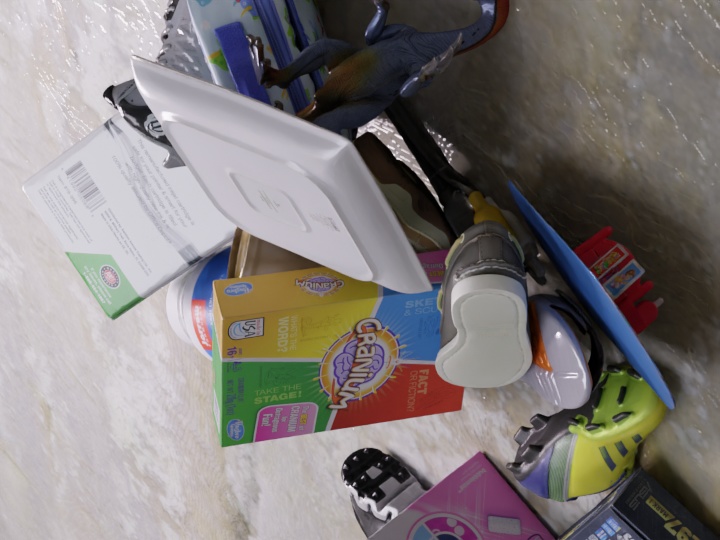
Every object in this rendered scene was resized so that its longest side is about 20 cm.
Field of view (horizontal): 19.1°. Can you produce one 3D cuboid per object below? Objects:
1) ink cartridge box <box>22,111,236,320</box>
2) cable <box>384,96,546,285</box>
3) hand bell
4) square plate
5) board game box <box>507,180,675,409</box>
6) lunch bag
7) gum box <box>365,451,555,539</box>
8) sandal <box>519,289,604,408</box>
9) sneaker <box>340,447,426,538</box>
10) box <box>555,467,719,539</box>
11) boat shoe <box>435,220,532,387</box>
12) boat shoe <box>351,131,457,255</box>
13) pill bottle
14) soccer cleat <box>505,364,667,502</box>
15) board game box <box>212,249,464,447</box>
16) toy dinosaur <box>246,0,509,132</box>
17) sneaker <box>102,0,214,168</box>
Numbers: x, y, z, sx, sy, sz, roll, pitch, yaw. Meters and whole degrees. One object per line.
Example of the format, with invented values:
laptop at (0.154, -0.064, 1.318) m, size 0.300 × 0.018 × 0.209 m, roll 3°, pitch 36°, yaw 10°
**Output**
ink cartridge box at (-0.171, -0.072, 1.853) m, size 0.199 × 0.083 × 0.147 m, roll -31°, pitch 94°, yaw 31°
cable at (0.080, -0.066, 1.639) m, size 0.201 × 0.050 × 0.097 m, roll 61°, pitch -170°, yaw 19°
hand bell at (0.000, 0.000, 1.696) m, size 0.198 × 0.105 × 0.104 m, roll 12°, pitch 147°, yaw -9°
square plate at (-0.059, -0.060, 1.512) m, size 0.197 × 0.029 × 0.200 m, roll 24°, pitch 160°, yaw 31°
board game box at (0.180, 0.008, 1.534) m, size 0.158 × 0.039 × 0.200 m, roll 55°, pitch 179°, yaw -40°
lunch bag at (-0.068, -0.158, 1.633) m, size 0.082 × 0.161 × 0.201 m, roll -16°, pitch 110°, yaw 11°
gum box at (0.061, 0.260, 1.816) m, size 0.114 × 0.199 × 0.066 m, roll 49°, pitch 149°, yaw 11°
sandal at (0.146, 0.049, 1.643) m, size 0.207 × 0.059 × 0.080 m, roll -156°, pitch 52°, yaw -72°
sneaker at (0.060, 0.248, 1.944) m, size 0.200 × 0.066 × 0.091 m, roll 39°, pitch 149°, yaw 32°
box at (0.229, 0.259, 1.713) m, size 0.158 × 0.051 × 0.200 m, roll 42°, pitch 149°, yaw 4°
boat shoe at (0.091, 0.030, 1.577) m, size 0.202 × 0.071 × 0.061 m, roll 90°, pitch 179°, yaw -66°
boat shoe at (0.016, -0.042, 1.627) m, size 0.072 × 0.076 × 0.200 m, roll 56°, pitch -173°, yaw 29°
pill bottle at (-0.087, 0.033, 1.886) m, size 0.199 × 0.112 × 0.113 m, roll 1°, pitch 121°, yaw 55°
soccer cleat at (0.191, 0.130, 1.666) m, size 0.083 × 0.065 × 0.200 m, roll 28°, pitch 148°, yaw -14°
board game box at (-0.015, 0.060, 1.658) m, size 0.154 × 0.198 × 0.041 m, roll 93°, pitch 164°, yaw -46°
toy dinosaur at (0.014, -0.155, 1.519) m, size 0.200 × 0.180 × 0.106 m, roll 120°, pitch 132°, yaw -70°
sneaker at (-0.159, -0.177, 1.730) m, size 0.075 × 0.115 × 0.202 m, roll 0°, pitch -104°, yaw -86°
